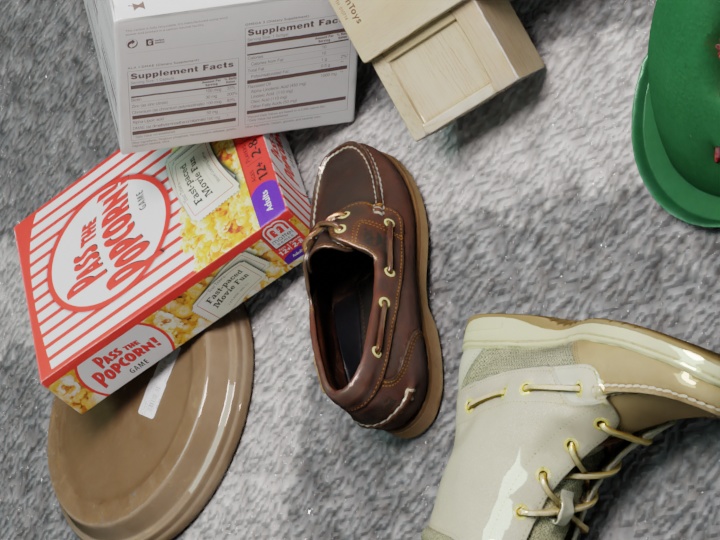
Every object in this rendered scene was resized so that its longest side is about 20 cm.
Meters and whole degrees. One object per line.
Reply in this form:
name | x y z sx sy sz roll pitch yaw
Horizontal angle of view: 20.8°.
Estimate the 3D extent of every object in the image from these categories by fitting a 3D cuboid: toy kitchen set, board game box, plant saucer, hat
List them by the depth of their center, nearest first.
hat | 0.158 -0.136 0.945 0.200 0.175 0.167 -43 44 25
toy kitchen set | 0.079 -0.218 1.164 0.162 0.180 0.201 -29 91 32
board game box | -0.129 -0.022 1.279 0.199 0.046 0.152 -35 44 14
plant saucer | -0.145 0.088 1.295 0.199 0.029 0.202 -25 53 38

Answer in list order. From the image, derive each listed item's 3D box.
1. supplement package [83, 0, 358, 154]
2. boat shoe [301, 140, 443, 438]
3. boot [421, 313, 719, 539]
supplement package | -0.097 -0.191 1.258 0.112 0.154 0.201 94 163 -48
boat shoe | 0.000 0.000 1.142 0.070 0.070 0.201 -39 45 30
boot | 0.105 0.104 0.968 0.199 0.072 0.156 3 72 54
